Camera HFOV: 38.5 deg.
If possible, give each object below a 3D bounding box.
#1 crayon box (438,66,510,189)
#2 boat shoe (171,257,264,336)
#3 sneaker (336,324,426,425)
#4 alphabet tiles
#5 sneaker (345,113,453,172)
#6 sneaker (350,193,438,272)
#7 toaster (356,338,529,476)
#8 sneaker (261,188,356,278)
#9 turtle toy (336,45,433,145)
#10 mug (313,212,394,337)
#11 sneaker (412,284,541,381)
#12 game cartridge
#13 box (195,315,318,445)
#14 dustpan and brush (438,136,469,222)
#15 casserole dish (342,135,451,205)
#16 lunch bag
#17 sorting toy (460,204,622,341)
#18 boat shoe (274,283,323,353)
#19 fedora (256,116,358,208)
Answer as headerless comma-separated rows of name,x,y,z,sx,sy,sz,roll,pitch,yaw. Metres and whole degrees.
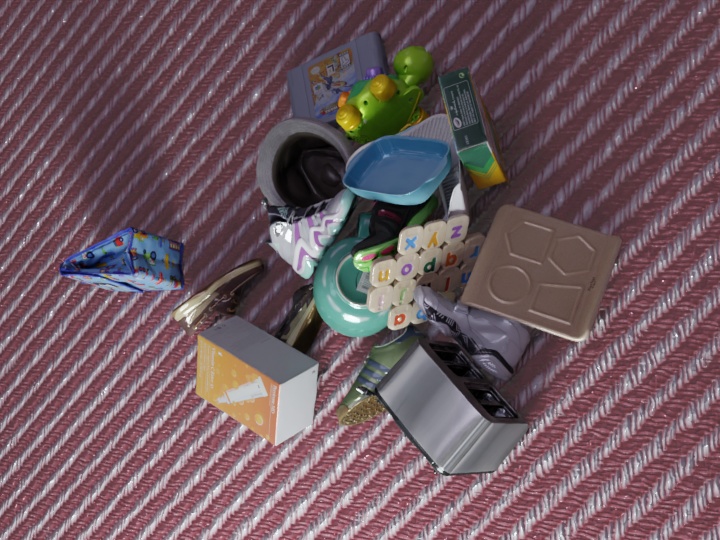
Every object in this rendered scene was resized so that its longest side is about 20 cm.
crayon box,0.176,-0.208,1.580,0.051,0.200,0.128,-17,71,14
boat shoe,-0.247,0.051,1.868,0.199,0.072,0.072,-33,95,9
sneaker,0.035,0.165,1.673,0.199,0.067,0.091,-37,52,21
alphabet tiles,0.101,0.002,1.583,0.015,0.197,0.198,52,148,43
sneaker,0.074,-0.191,1.678,0.198,0.082,0.075,-21,88,15
sneaker,0.041,-0.068,1.597,0.083,0.200,0.077,39,139,9
toaster,0.129,0.203,1.526,0.119,0.199,0.181,-52,59,16
sneaker,-0.099,-0.088,1.697,0.139,0.078,0.201,35,128,-1
turtle toy,0.045,-0.288,1.721,0.199,0.145,0.102,-39,49,16
mug,-0.007,0.009,1.654,0.150,0.114,0.187,-25,82,-9
sneaker,0.180,0.066,1.571,0.199,0.075,0.115,41,95,0
game cartridge,-0.039,-0.327,1.835,0.198,0.041,0.135,-20,66,26
box,-0.177,0.183,1.745,0.198,0.097,0.126,26,123,32
dustpan and brush,0.141,-0.094,1.614,0.056,0.202,0.141,-8,38,9
casserole dish,0.060,-0.150,1.569,0.199,0.039,0.122,13,57,48
lunch bag,-0.456,-0.006,1.945,0.198,0.150,0.096,-11,74,28
sorting toy,0.269,0.004,1.532,0.197,0.037,0.187,16,63,20
boat shoe,-0.087,0.055,1.759,0.065,0.073,0.201,35,98,26
fedora,-0.073,-0.169,1.779,0.198,0.090,0.179,23,105,24
